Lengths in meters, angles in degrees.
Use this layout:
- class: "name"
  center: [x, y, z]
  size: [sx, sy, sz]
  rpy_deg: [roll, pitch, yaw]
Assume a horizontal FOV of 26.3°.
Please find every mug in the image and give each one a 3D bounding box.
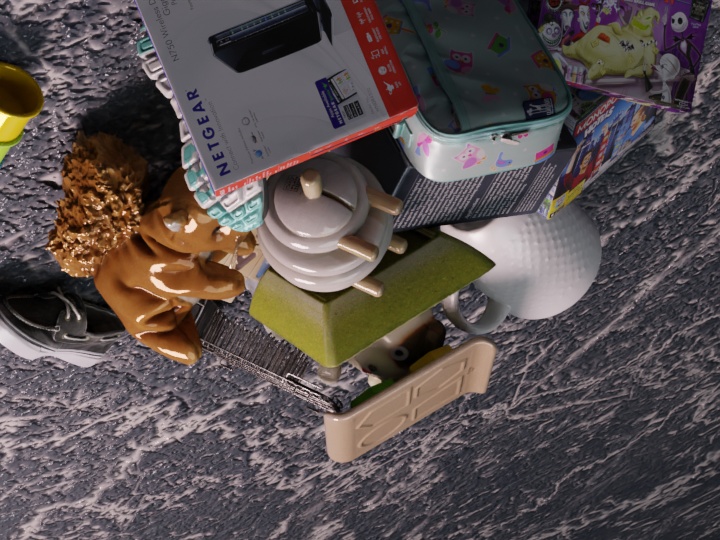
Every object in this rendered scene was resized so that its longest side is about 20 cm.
- class: "mug"
  center: [0.157, -0.023, 1.726]
  size: [0.175, 0.147, 0.201]
  rpy_deg: [37, 79, -49]

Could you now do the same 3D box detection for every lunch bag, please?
- class: "lunch bag"
  center: [0.089, -0.176, 1.387]
  size: [0.160, 0.201, 0.077]
  rpy_deg: [-10, 147, -22]

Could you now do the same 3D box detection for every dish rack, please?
- class: "dish rack"
  center: [-0.105, 0.093, 1.670]
  size: [0.055, 0.199, 0.153]
  rpy_deg: [-63, 171, -8]

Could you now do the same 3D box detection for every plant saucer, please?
- class: "plant saucer"
  center: [0.000, 0.000, 1.531]
  size: [0.199, 0.200, 0.048]
  rpy_deg: [-31, 116, -17]

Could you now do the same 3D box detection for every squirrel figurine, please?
- class: "squirrel figurine"
  center: [-0.188, -0.040, 1.396]
  size: [0.199, 0.142, 0.187]
  rpy_deg: [26, 150, -6]

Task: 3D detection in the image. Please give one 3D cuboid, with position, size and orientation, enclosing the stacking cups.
- class: "stacking cups"
  center: [-0.343, -0.097, 1.334]
  size: [0.060, 0.061, 0.200]
  rpy_deg: [2, 146, -41]

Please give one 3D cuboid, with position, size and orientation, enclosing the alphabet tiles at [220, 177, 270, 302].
- class: "alphabet tiles"
  center: [-0.117, -0.061, 1.533]
  size: [0.166, 0.006, 0.200]
  rpy_deg: [22, 110, -36]

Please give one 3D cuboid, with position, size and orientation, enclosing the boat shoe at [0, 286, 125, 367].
- class: "boat shoe"
  center: [-0.315, 0.048, 1.590]
  size: [0.071, 0.072, 0.200]
  rpy_deg: [-42, 159, 11]

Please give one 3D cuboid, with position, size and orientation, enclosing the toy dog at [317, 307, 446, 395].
- class: "toy dog"
  center: [0.036, 0.068, 1.760]
  size: [0.194, 0.140, 0.200]
  rpy_deg: [-46, -176, -1]

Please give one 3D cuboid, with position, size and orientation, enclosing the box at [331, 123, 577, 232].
- class: "box"
  center: [0.083, -0.133, 1.510]
  size: [0.199, 0.149, 0.107]
  rpy_deg: [-8, 147, -29]

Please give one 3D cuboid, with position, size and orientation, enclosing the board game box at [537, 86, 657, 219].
- class: "board game box"
  center: [0.249, -0.183, 1.594]
  size: [0.200, 0.062, 0.200]
  rpy_deg: [-39, 154, -32]

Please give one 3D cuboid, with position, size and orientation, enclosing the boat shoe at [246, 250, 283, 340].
- class: "boat shoe"
  center: [-0.095, -0.004, 1.669]
  size: [0.070, 0.071, 0.201]
  rpy_deg: [-35, 149, -20]

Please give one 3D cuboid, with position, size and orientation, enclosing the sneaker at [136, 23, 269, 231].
- class: "sneaker"
  center: [-0.113, -0.133, 1.317]
  size: [0.077, 0.201, 0.091]
  rpy_deg: [-20, 178, 33]

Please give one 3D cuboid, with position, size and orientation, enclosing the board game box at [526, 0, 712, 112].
- class: "board game box"
  center: [0.248, -0.230, 1.489]
  size: [0.199, 0.121, 0.032]
  rpy_deg: [9, 178, -28]

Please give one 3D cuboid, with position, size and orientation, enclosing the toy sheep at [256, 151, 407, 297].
- class: "toy sheep"
  center: [-0.030, -0.044, 1.392]
  size: [0.137, 0.138, 0.200]
  rpy_deg: [-21, 156, -8]

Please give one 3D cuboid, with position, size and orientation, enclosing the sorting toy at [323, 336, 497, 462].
- class: "sorting toy"
  center: [0.051, 0.139, 1.704]
  size: [0.199, 0.037, 0.185]
  rpy_deg: [-25, 161, -9]

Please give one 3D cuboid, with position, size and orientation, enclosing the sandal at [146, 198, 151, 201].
- class: "sandal"
  center: [-0.195, -0.015, 1.570]
  size: [0.075, 0.048, 0.200]
  rpy_deg: [-23, 150, 24]

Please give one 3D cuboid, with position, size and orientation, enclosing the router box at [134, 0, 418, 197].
- class: "router box"
  center: [-0.073, -0.185, 1.243]
  size: [0.179, 0.201, 0.049]
  rpy_deg: [-23, 179, -5]
